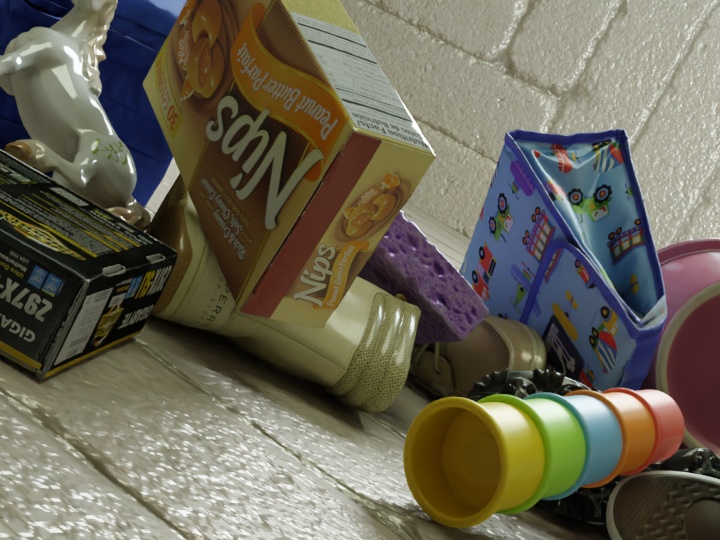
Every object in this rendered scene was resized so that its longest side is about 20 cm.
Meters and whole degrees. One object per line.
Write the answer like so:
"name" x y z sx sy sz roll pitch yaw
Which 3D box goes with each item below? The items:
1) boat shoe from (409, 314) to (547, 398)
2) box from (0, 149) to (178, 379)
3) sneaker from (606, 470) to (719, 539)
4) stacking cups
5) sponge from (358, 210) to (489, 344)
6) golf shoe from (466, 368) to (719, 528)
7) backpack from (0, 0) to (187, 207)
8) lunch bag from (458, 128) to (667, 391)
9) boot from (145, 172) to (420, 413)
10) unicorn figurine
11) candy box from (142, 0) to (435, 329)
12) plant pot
"boat shoe" 0.060 0.053 1.033 0.065 0.072 0.200 21 3 -21
"box" -0.189 -0.032 0.668 0.199 0.050 0.160 30 9 3
"sneaker" 0.220 0.176 0.850 0.199 0.073 0.085 25 -22 -1
"stacking cups" 0.102 0.091 0.777 0.060 0.061 0.200 33 17 33
"sponge" 0.000 0.000 0.956 0.112 0.030 0.200 46 -16 -9
"golf shoe" 0.138 0.119 0.906 0.199 0.078 0.094 26 -15 -15
"backpack" -0.201 -0.162 0.987 0.199 0.168 0.163 19 45 -17
"lunch bag" 0.147 0.028 1.019 0.094 0.151 0.201 -2 47 -18
"boot" -0.047 0.004 0.883 0.155 0.073 0.200 26 13 -13
"unicorn figurine" -0.169 -0.099 0.847 0.074 0.201 0.137 -14 0 36
"candy box" -0.045 -0.080 0.801 0.055 0.116 0.200 12 34 -35
"plant pot" 0.254 0.071 1.055 0.199 0.201 0.179 29 -2 5
